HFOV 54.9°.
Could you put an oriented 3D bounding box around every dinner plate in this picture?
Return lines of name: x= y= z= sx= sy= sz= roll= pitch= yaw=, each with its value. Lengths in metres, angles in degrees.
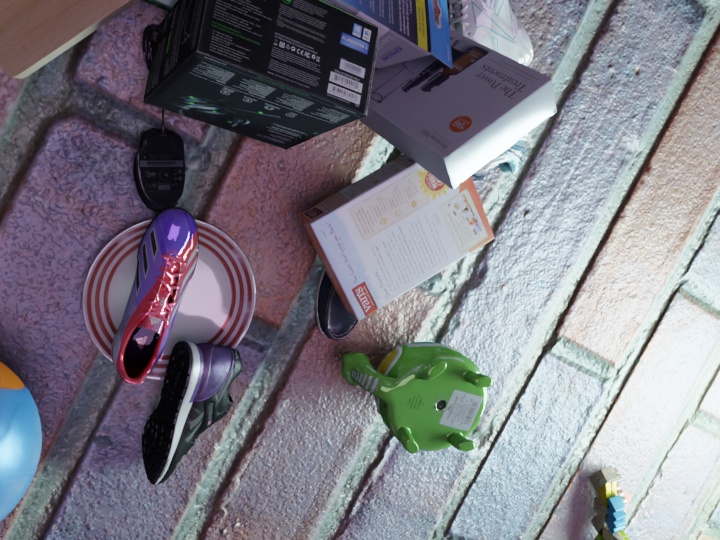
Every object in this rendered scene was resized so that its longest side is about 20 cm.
dinner plate: x=-0.224 y=0.034 z=0.823 sx=0.198 sy=0.024 sz=0.202 roll=-6 pitch=106 yaw=-20

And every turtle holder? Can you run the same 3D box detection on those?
turtle holder: x=0.070 y=0.163 z=0.921 sx=0.184 sy=0.132 sz=0.142 roll=-12 pitch=110 yaw=-18

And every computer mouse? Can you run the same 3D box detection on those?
computer mouse: x=-0.224 y=-0.165 z=0.766 sx=0.058 sy=0.034 sz=0.202 roll=-3 pitch=100 yaw=-37

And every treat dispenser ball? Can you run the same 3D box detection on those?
treat dispenser ball: x=-0.423 y=0.174 z=0.682 sx=0.199 sy=0.201 sz=0.203 roll=-6 pitch=107 yaw=-20

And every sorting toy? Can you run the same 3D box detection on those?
sorting toy: x=-0.285 y=-0.313 z=0.636 sx=0.199 sy=0.070 sz=0.200 roll=-32 pitch=99 yaw=2

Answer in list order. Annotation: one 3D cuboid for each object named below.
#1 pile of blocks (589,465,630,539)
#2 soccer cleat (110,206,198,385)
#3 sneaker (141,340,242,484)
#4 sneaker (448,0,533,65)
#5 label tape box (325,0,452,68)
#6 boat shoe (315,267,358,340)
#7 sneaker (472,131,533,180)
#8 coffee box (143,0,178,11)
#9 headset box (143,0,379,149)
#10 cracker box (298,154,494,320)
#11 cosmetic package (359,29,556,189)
pile of blocks: x=0.438 y=0.422 z=1.175 sx=0.062 sy=0.082 sz=0.202 roll=-12 pitch=109 yaw=-18
soccer cleat: x=-0.225 y=0.030 z=0.768 sx=0.068 sy=0.073 sz=0.202 roll=18 pitch=98 yaw=-25
sneaker: x=-0.199 y=0.179 z=0.840 sx=0.087 sy=0.076 sz=0.201 roll=8 pitch=118 yaw=-38
sneaker: x=0.141 y=-0.319 z=0.845 sx=0.080 sy=0.070 sz=0.201 roll=-38 pitch=116 yaw=-9
label tape box: x=0.011 y=-0.306 z=0.758 sx=0.199 sy=0.066 sz=0.145 roll=16 pitch=65 yaw=-42
boat shoe: x=0.000 y=0.000 z=0.884 sx=0.074 sy=0.062 sz=0.201 roll=22 pitch=96 yaw=-26
sneaker: x=0.135 y=-0.155 z=0.889 sx=0.198 sy=0.078 sz=0.087 roll=-4 pitch=110 yaw=-21
coffee box: x=-0.178 y=-0.329 z=0.726 sx=0.199 sy=0.044 sz=0.124 roll=18 pitch=98 yaw=-26
headset box: x=-0.108 y=-0.204 z=0.703 sx=0.173 sy=0.199 sz=0.094 roll=14 pitch=81 yaw=-29
cracker box: x=0.045 y=-0.052 z=0.820 sx=0.199 sy=0.058 sz=0.135 roll=-30 pitch=114 yaw=-11
cosmetic package: x=0.098 y=-0.194 z=0.791 sx=0.150 sy=0.200 sz=0.052 roll=-38 pitch=137 yaw=-8
